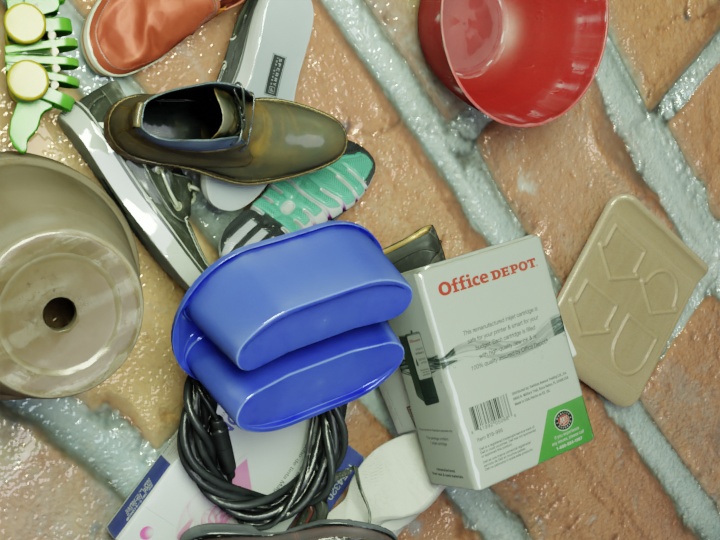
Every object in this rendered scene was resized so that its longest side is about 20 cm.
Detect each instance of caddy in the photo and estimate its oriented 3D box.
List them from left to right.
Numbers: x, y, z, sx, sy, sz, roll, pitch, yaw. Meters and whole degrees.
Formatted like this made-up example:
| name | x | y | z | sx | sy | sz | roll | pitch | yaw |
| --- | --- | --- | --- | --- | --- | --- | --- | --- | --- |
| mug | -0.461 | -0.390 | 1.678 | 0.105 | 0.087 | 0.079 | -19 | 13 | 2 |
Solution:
| name | x | y | z | sx | sy | sz | roll | pitch | yaw |
| --- | --- | --- | --- | --- | --- | --- | --- | --- | --- |
| caddy | -0.053 | 0.039 | 0.795 | 0.199 | 0.105 | 0.142 | -18 | 133 | -28 |

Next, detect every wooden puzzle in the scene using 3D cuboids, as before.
| name | x | y | z | sx | sy | sz | roll | pitch | yaw |
| --- | --- | --- | --- | --- | --- | --- | --- | --- | --- |
| wooden puzzle | 0.298 | 0.036 | 1.137 | 0.185 | 0.046 | 0.201 | 34 | 86 | -31 |

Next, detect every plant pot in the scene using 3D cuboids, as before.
| name | x | y | z | sx | sy | sz | roll | pitch | yaw |
| --- | --- | --- | --- | --- | --- | --- | --- | --- | --- |
| plant pot | -0.243 | 0.016 | 0.728 | 0.199 | 0.173 | 0.201 | -7 | 103 | -31 |

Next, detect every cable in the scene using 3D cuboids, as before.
| name | x | y | z | sx | sy | sz | roll | pitch | yaw |
| --- | --- | --- | --- | --- | --- | --- | --- | --- | --- |
| cable | -0.084 | 0.134 | 0.871 | 0.163 | 0.051 | 0.201 | 12 | 91 | -34 |

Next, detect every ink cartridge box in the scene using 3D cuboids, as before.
| name | x | y | z | sx | sy | sz | roll | pitch | yaw |
| --- | --- | --- | --- | --- | --- | --- | --- | --- | --- |
| ink cartridge box | -0.103 | 0.214 | 0.927 | 0.200 | 0.043 | 0.197 | 42 | 77 | -28 |
| ink cartridge box | 0.115 | 0.082 | 0.904 | 0.146 | 0.083 | 0.201 | -15 | 91 | -29 |

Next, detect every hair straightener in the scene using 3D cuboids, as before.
| name | x | y | z | sx | sy | sz | roll | pitch | yaw |
| --- | --- | --- | --- | --- | --- | --- | --- | --- | --- |
| hair straightener | -0.042 | 0.282 | 0.933 | 0.077 | 0.041 | 0.201 | 27 | 84 | 7 |

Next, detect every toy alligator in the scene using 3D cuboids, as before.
| name | x | y | z | sx | sy | sz | roll | pitch | yaw |
| --- | --- | --- | --- | --- | --- | --- | --- | --- | --- |
| toy alligator | -0.245 | -0.191 | 0.749 | 0.054 | 0.059 | 0.201 | -3 | 93 | -19 |

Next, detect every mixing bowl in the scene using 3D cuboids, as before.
| name | x | y | z | sx | sy | sz | roll | pitch | yaw |
| --- | --- | --- | --- | --- | --- | --- | --- | --- | --- |
| mixing bowl | 0.130 | -0.240 | 0.943 | 0.199 | 0.108 | 0.201 | -6 | 101 | -30 |

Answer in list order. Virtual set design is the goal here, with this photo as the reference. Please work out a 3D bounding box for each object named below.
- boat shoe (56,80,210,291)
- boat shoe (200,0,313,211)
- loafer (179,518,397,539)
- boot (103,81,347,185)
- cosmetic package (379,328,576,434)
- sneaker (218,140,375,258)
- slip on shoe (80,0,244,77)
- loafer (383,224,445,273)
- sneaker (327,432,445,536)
| name | x | y | z | sx | sy | sz | roll | pitch | yaw |
| --- | --- | --- | --- | --- | --- | --- | --- | --- | --- |
| boat shoe | -0.168 | -0.062 | 0.817 | 0.064 | 0.071 | 0.201 | -38 | 114 | -16 |
| boat shoe | -0.100 | -0.152 | 0.844 | 0.070 | 0.066 | 0.201 | 12 | 94 | -37 |
| loafer | -0.062 | 0.265 | 0.863 | 0.199 | 0.063 | 0.072 | 2 | 123 | -8 |
| boot | -0.093 | -0.104 | 0.758 | 0.199 | 0.097 | 0.075 | -1 | 94 | -20 |
| cosmetic package | 0.113 | 0.082 | 0.997 | 0.199 | 0.074 | 0.102 | -19 | 83 | -25 |
| sneaker | -0.065 | -0.047 | 0.900 | 0.074 | 0.088 | 0.200 | 41 | 53 | 9 |
| slip on shoe | -0.145 | -0.229 | 0.807 | 0.200 | 0.061 | 0.074 | -38 | 118 | -18 |
| loafer | 0.000 | 0.000 | 0.938 | 0.199 | 0.073 | 0.073 | -9 | 94 | -39 |
| sneaker | 0.024 | 0.237 | 0.976 | 0.200 | 0.075 | 0.088 | -44 | 149 | 10 |
